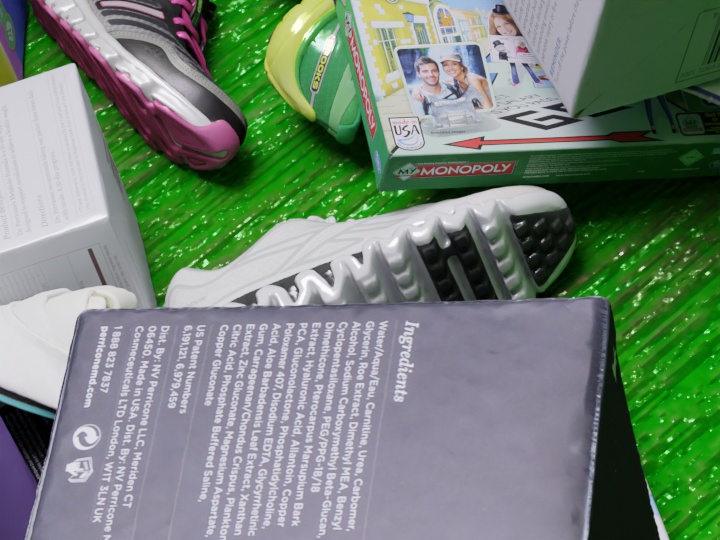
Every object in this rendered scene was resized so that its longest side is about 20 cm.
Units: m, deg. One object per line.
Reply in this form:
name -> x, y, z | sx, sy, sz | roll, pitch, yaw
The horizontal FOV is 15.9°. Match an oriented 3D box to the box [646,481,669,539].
box -> 0.051, 0.127, 1.077 | 0.155, 0.041, 0.201 | -18, 50, 1

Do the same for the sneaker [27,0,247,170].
sneaker -> -0.103, -0.128, 1.309 | 0.087, 0.074, 0.200 | -37, 46, -8

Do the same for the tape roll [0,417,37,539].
tape roll -> -0.231, 0.119, 1.067 | 0.198, 0.085, 0.201 | -8, 49, 9

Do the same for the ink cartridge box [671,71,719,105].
ink cartridge box -> 0.191, -0.136, 1.211 | 0.195, 0.043, 0.201 | 23, 56, 5

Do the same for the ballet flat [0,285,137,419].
ballet flat -> -0.093, 0.043, 1.102 | 0.199, 0.070, 0.070 | 24, 60, 20

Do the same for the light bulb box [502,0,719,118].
light bulb box -> 0.143, -0.201, 1.146 | 0.197, 0.125, 0.201 | -15, 59, -20

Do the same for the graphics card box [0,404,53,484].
graphics card box -> -0.172, 0.136, 1.125 | 0.199, 0.051, 0.126 | -29, 50, -10

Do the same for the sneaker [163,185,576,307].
sneaker -> 0.000, 0.000, 1.181 | 0.199, 0.075, 0.081 | -20, 40, -2

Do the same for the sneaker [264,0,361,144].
sneaker -> 0.048, -0.124, 1.279 | 0.199, 0.074, 0.084 | -31, 76, -16

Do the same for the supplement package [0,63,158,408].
supplement package -> -0.203, 0.006, 1.198 | 0.199, 0.114, 0.110 | -18, 46, -1

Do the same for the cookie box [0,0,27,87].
cookie box -> -0.289, -0.154, 1.319 | 0.198, 0.172, 0.076 | -10, 52, 8

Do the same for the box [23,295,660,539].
box -> 0.005, 0.114, 0.944 | 0.198, 0.197, 0.118 | -2, 52, 15

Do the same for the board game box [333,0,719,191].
board game box -> 0.092, -0.102, 1.207 | 0.198, 0.029, 0.135 | -3, 56, -15
